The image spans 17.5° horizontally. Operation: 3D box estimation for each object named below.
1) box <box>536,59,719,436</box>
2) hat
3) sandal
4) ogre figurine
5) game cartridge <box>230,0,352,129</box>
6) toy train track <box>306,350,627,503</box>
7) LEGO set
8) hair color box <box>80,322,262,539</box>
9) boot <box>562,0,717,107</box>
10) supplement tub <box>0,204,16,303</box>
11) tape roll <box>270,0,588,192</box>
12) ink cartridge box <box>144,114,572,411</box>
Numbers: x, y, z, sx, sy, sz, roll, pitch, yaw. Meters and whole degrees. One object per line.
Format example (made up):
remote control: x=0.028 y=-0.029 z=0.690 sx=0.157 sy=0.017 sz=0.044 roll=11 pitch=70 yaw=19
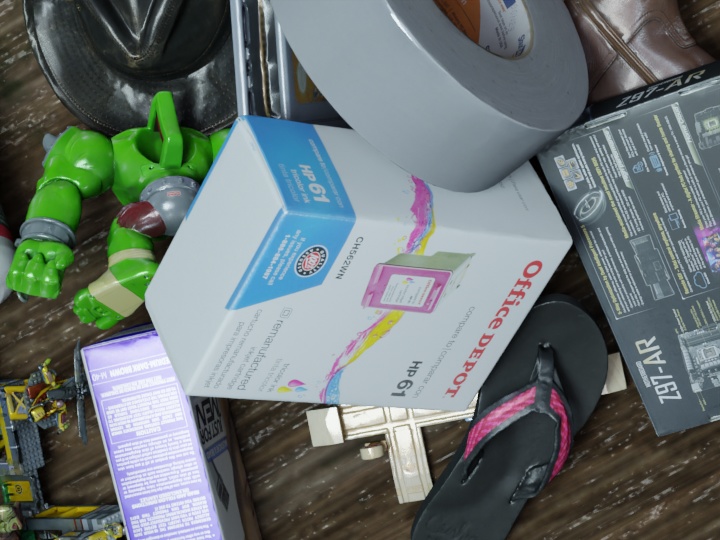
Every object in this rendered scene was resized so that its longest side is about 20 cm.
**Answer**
box: x=0.213 y=-0.017 z=1.368 sx=0.160 sy=0.044 sz=0.200 roll=-19 pitch=103 yaw=26
hat: x=-0.129 y=-0.175 z=1.430 sx=0.200 sy=0.081 sz=0.201 roll=1 pitch=95 yaw=8
sandal: x=0.093 y=0.108 z=1.414 sx=0.075 sy=0.045 sz=0.200 roll=21 pitch=110 yaw=-11
ogre figurine: x=-0.113 y=-0.037 z=1.415 sx=0.200 sy=0.098 sz=0.120 roll=-12 pitch=57 yaw=1
game cartridge: x=-0.037 y=-0.147 z=1.390 sx=0.041 sy=0.133 sz=0.200 roll=-2 pitch=96 yaw=25
toy train track: x=0.064 y=0.081 z=1.444 sx=0.200 sy=0.033 sz=0.115 roll=-11 pitch=93 yaw=9
LEGO set: x=-0.207 y=0.147 z=1.421 sx=0.116 sy=0.154 sz=0.200 roll=-5 pitch=92 yaw=39
hair color box: x=-0.108 y=0.132 z=1.436 sx=0.065 sy=0.109 sz=0.200 roll=-12 pitch=93 yaw=8
boot: x=0.211 y=-0.133 z=1.389 sx=0.200 sy=0.064 sz=0.186 roll=45 pitch=112 yaw=6
supplement tub: x=-0.299 y=-0.061 z=1.421 sx=0.140 sy=0.140 sz=0.200 roll=-24 pitch=76 yaw=10
tape roll: x=0.038 y=-0.144 z=1.314 sx=0.066 sy=0.200 sz=0.200 roll=-36 pitch=88 yaw=31
ink cartridge box: x=0.000 y=0.000 z=1.342 sx=0.145 sy=0.200 sz=0.085 roll=-60 pitch=42 yaw=33
